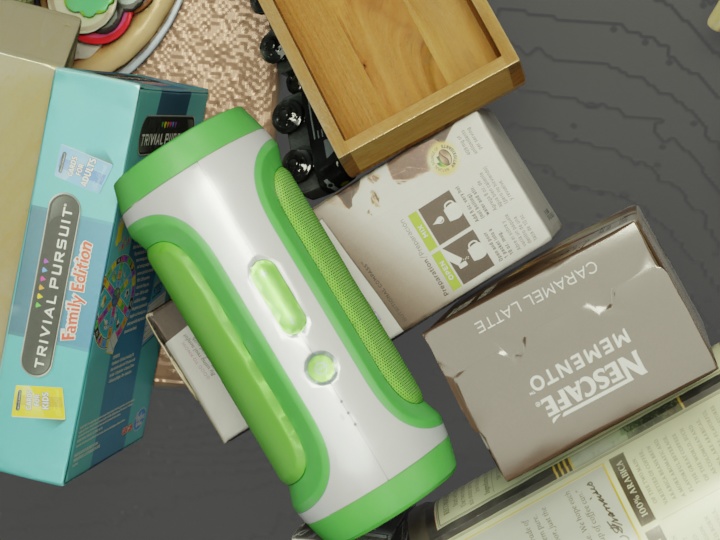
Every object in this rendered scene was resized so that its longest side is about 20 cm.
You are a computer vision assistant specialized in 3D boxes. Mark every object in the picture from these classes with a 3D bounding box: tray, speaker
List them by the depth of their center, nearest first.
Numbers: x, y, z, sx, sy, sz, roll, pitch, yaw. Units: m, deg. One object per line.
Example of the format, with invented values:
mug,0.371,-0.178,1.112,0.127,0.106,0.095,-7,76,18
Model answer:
speaker,-0.035,0.027,0.945,0.088,0.088,0.201,-31,90,9
tray,-0.007,-0.157,0.990,0.098,0.037,0.201,-28,71,3

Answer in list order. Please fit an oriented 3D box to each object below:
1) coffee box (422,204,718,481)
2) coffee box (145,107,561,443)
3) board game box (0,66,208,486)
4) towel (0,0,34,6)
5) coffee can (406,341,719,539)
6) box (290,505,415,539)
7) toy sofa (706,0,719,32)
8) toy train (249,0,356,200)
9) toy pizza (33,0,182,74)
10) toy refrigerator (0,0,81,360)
coffee box,0.106,0.030,0.984,0.114,0.200,0.080,-29,90,10
coffee box,0.000,0.000,1.041,0.199,0.113,0.080,-32,89,9
board game box,-0.136,-0.002,1.042,0.047,0.151,0.202,12,96,7
towel,-0.265,-0.138,1.085,0.148,0.036,0.200,43,112,5
coffee can,0.144,0.140,1.014,0.199,0.146,0.147,-30,90,9
box,-0.013,0.224,1.038,0.049,0.158,0.202,8,96,7
toy sofa,0.281,-0.103,0.988,0.200,0.097,0.083,43,121,24
toy train,-0.031,-0.136,1.048,0.045,0.034,0.202,-18,73,23
toy pizza,-0.189,-0.188,1.095,0.198,0.032,0.202,1,94,8
toy refrigerator,-0.198,-0.036,1.051,0.069,0.076,0.201,14,115,-7
